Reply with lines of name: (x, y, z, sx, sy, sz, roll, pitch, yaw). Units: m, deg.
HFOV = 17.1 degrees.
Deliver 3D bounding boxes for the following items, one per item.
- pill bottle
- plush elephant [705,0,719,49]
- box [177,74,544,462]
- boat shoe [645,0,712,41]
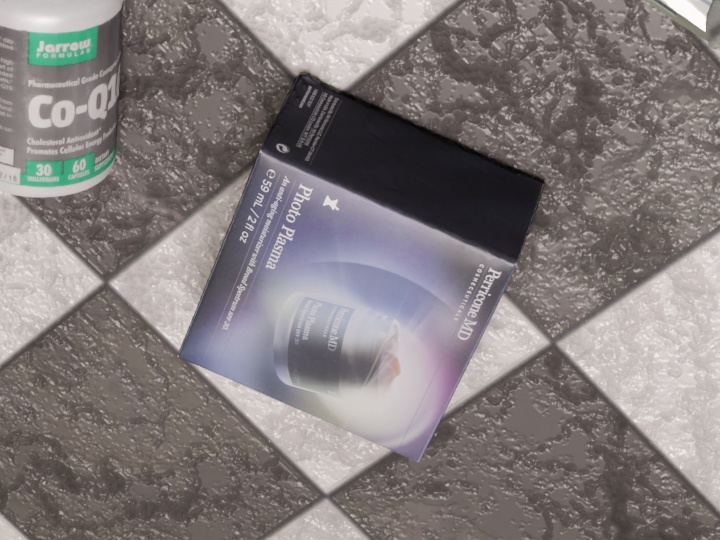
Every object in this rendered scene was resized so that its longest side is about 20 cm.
pill bottle: (-0.225, -0.162, 1.693, 0.113, 0.113, 0.201, 12, 124, 8)
plush elephant: (0.281, -0.196, 1.481, 0.155, 0.165, 0.200, -26, 133, 39)
box: (0.000, 0.000, 1.729, 0.198, 0.123, 0.200, 23, 125, -1)
boat shoe: (0.196, -0.218, 1.574, 0.201, 0.070, 0.072, 34, 92, -11)
